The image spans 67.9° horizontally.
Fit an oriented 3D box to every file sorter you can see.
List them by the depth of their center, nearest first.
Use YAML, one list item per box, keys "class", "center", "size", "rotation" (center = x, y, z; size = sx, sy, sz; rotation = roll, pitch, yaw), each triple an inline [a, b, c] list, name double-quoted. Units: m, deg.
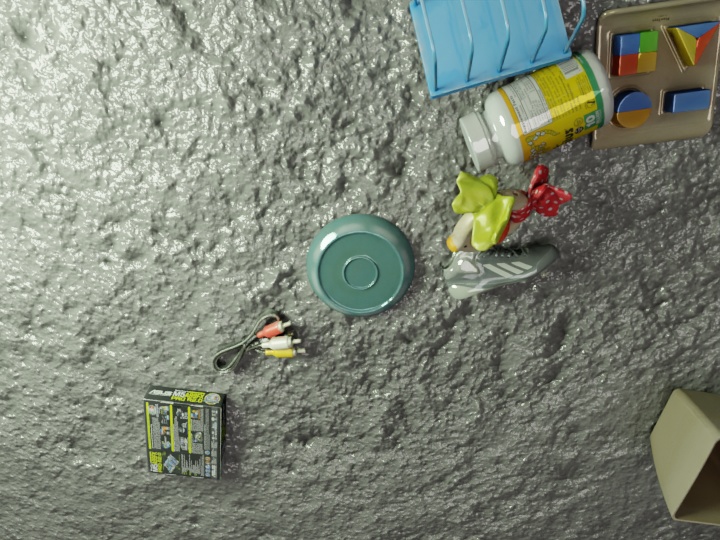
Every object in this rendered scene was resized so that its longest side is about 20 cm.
- class: "file sorter"
  center: [0.171, -0.337, 0.692]
  size: [0.195, 0.123, 0.142]
  rotation: [-14, 86, 7]

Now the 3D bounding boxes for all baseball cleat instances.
- class: "baseball cleat"
  center: [0.234, -0.020, 0.910]
  size: [0.196, 0.070, 0.108]
  rotation: [-24, 108, 8]

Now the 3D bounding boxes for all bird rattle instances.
- class: "bird rattle"
  center: [0.213, -0.092, 0.827]
  size: [0.114, 0.197, 0.164]
  rotation: [57, 140, 18]

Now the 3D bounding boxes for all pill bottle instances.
- class: "pill bottle"
  center: [0.250, -0.225, 0.781]
  size: [0.196, 0.113, 0.114]
  rotation: [-23, 115, 11]

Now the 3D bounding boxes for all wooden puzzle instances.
- class: "wooden puzzle"
  center: [0.441, -0.283, 0.787]
  size: [0.180, 0.047, 0.204]
  rotation: [-6, 117, 4]

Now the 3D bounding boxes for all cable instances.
- class: "cable"
  center: [-0.204, 0.140, 1.003]
  size: [0.196, 0.051, 0.099]
  rotation: [-20, 114, 9]

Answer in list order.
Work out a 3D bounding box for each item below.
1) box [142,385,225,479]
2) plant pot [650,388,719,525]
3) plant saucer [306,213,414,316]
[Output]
- class: "box"
  center: [-0.362, 0.339, 1.110]
  size: [0.156, 0.045, 0.204]
  rotation: [7, 116, -2]
- class: "plant pot"
  center: [0.681, 0.342, 1.024]
  size: [0.195, 0.178, 0.204]
  rotation: [8, 117, -4]
- class: "plant saucer"
  center: [0.000, 0.000, 0.946]
  size: [0.195, 0.028, 0.205]
  rotation: [0, 116, 0]
